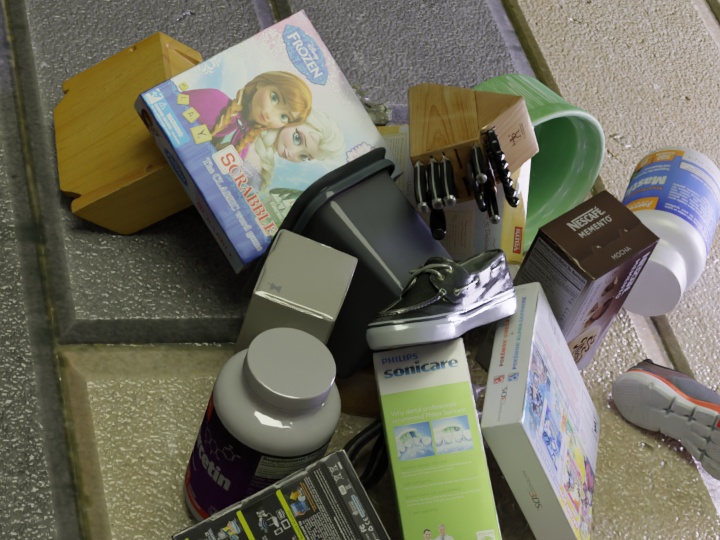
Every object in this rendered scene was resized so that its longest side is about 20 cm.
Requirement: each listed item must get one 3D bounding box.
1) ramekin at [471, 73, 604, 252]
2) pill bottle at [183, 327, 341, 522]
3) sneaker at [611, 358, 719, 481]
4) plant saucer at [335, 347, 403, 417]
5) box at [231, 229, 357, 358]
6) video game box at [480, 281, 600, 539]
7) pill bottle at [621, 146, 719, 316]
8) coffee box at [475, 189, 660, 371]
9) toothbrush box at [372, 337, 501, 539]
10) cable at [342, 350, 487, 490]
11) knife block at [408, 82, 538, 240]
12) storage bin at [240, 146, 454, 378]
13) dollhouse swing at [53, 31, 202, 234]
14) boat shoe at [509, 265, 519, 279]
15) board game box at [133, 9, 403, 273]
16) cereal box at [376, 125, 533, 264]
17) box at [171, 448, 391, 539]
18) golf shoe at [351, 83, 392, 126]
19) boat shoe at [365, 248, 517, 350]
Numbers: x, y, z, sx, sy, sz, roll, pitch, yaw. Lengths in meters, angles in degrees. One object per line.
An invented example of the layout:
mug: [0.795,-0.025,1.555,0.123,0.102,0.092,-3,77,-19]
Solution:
ramekin: [0.161,-0.118,1.727,0.200,0.200,0.098,-16,48,-32]
pill bottle: [-0.084,0.143,1.373,0.112,0.200,0.113,11,44,-11]
sneaker: [0.363,0.149,1.630,0.200,0.077,0.082,34,39,12]
plant saucer: [0.003,0.059,1.605,0.200,0.035,0.201,10,45,-11]
box: [-0.073,0.070,1.447,0.078,0.200,0.095,21,44,0]
video game box: [0.174,0.145,1.487,0.047,0.200,0.182,-12,38,21]
pill bottle: [0.341,-0.042,1.776,0.112,0.112,0.200,25,44,4]
coffee box: [0.208,0.029,1.593,0.113,0.200,0.080,-27,62,-38]
toothbrush box: [0.069,0.183,1.389,0.086,0.146,0.200,-11,63,-1]
cable: [0.048,0.137,1.518,0.200,0.050,0.097,-30,106,-44]
knife block: [0.075,-0.102,1.493,0.175,0.064,0.200,-38,34,-29]
storage bin: [0.000,0.000,1.510,0.145,0.200,0.134,-31,74,-40]
dollhouse swing: [-0.205,-0.120,1.700,0.181,0.176,0.200,-25,49,13]
boat shoe: [0.113,0.024,1.624,0.063,0.073,0.201,55,35,9]
board game box: [-0.090,-0.131,1.575,0.199,0.041,0.200,-32,88,-21]
cereal box: [0.089,-0.080,1.629,0.039,0.144,0.200,6,-2,-44]
box: [-0.041,0.270,1.289,0.160,0.044,0.200,-27,83,-12]
golf shoe: [-0.037,-0.144,1.712,0.078,0.097,0.200,44,23,14]
boat shoe: [0.068,0.023,1.399,0.200,0.072,0.071,-18,99,-53]
